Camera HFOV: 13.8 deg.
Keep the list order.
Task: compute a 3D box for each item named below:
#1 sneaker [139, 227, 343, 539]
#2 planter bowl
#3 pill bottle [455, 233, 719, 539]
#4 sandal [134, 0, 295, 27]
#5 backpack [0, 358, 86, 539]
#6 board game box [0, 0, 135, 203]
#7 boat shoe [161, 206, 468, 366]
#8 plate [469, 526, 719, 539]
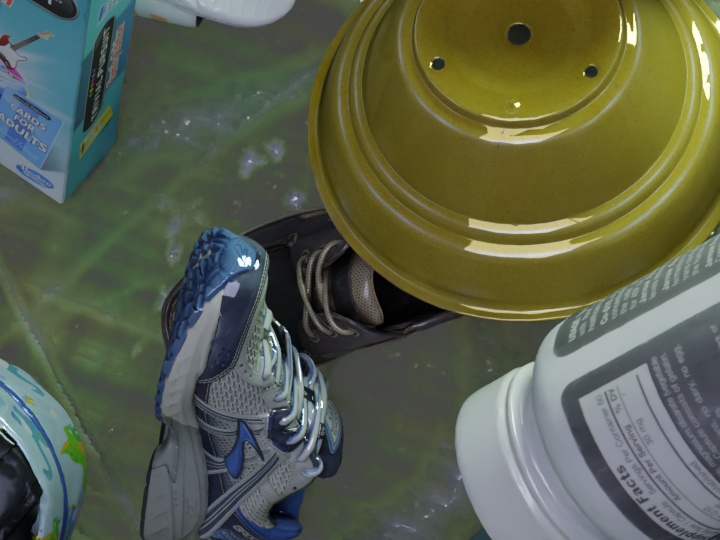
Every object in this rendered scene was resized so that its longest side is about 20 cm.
[{"bbox_3d":[-0.046,0.054,1.326,0.085,0.200,0.077,10,52,0],"label":"sneaker"},{"bbox_3d":[0.071,-0.085,1.305,0.200,0.084,0.201,-2,63,5],"label":"planter bowl"},{"bbox_3d":[0.145,0.052,1.255,0.200,0.113,0.113,-30,85,29],"label":"pill bottle"},{"bbox_3d":[-0.124,-0.163,1.385,0.206,0.059,0.079,20,65,2],"label":"sandal"},{"bbox_3d":[-0.215,0.127,1.366,0.163,0.154,0.200,38,116,9],"label":"backpack"},{"bbox_3d":[-0.175,-0.130,1.325,0.151,0.200,0.047,33,63,8],"label":"board game box"},{"bbox_3d":[0.000,0.000,1.358,0.200,0.073,0.075,-17,87,8],"label":"boat shoe"},{"bbox_3d":[0.108,0.165,1.306,0.200,0.026,0.200,-13,50,15],"label":"plate"}]
